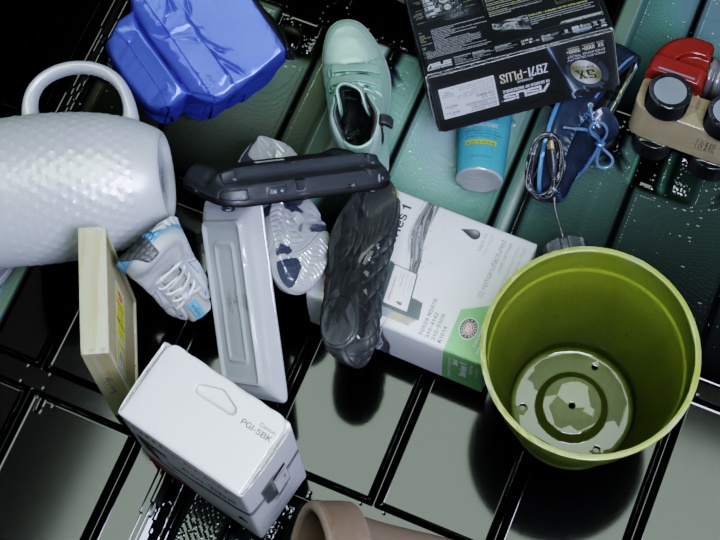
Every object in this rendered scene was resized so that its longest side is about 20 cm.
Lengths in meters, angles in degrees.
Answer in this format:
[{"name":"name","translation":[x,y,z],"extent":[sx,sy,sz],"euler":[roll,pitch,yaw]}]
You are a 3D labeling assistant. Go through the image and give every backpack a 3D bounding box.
[{"name":"backpack","translation":[-0.178,-0.240,1.672],"extent":[0.167,0.200,0.163],"euler":[-30,93,-4]}]

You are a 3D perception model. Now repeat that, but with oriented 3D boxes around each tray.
[{"name":"tray","translation":[-0.121,0.031,1.587],"extent":[0.022,0.107,0.202],"euler":[-12,98,-36]}]

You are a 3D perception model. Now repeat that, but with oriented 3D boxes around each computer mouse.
[{"name":"computer mouse","translation":[0.206,-0.042,1.638],"extent":[0.058,0.034,0.201],"euler":[-14,93,6]}]

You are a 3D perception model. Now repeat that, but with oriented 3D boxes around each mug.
[{"name":"mug","translation":[-0.278,-0.109,1.590],"extent":[0.174,0.148,0.202],"euler":[-6,80,4]}]

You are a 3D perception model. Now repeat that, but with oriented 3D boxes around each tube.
[{"name":"tube","translation":[0.136,-0.183,1.728],"extent":[0.077,0.050,0.201],"euler":[5,64,5]}]

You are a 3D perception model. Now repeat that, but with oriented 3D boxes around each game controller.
[{"name":"game controller","translation":[-0.071,-0.090,1.563],"extent":[0.199,0.104,0.042],"euler":[-9,102,-33]}]

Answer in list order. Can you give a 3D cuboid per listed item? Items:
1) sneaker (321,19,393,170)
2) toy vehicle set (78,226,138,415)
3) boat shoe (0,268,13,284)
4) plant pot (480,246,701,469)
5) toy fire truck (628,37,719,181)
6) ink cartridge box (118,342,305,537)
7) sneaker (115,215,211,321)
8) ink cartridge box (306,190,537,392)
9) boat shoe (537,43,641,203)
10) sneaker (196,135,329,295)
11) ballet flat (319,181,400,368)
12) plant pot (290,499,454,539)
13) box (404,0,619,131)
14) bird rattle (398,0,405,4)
[{"name":"sneaker","translation":[-0.002,-0.197,1.696],"extent":[0.073,0.118,0.202],"euler":[-9,68,1]},{"name":"toy vehicle set","translation":[-0.244,0.053,1.570],"extent":[0.026,0.200,0.125],"euler":[-4,69,-1]},{"name":"boat shoe","translation":[-0.382,-0.055,1.685],"extent":[0.074,0.065,0.203],"euler":[28,73,12]},{"name":"plant pot","translation":[0.211,0.106,1.537],"extent":[0.199,0.193,0.202],"euler":[-1,70,2]},{"name":"toy fire truck","translation":[0.396,-0.209,1.695],"extent":[0.175,0.129,0.201],"euler":[20,60,10]},{"name":"ink cartridge box","translation":[-0.137,0.164,1.524],"extent":[0.146,0.200,0.083],"euler":[32,75,13]},{"name":"sneaker","translation":[-0.181,0.007,1.590],"extent":[0.075,0.200,0.087],"euler":[-38,82,-2]},{"name":"ink cartridge box","translation":[0.060,0.012,1.635],"extent":[0.199,0.084,0.147],"euler":[21,71,10]},{"name":"boat shoe","translation":[0.241,-0.161,1.692],"extent":[0.068,0.084,0.201],"euler":[15,73,20]},{"name":"sneaker","translation":[-0.105,-0.027,1.638],"extent":[0.079,0.130,0.200],"euler":[13,42,-38]},{"name":"ballet flat","translation":[0.000,0.000,1.579],"extent":[0.066,0.057,0.201],"euler":[2,62,23]},{"name":"plant pot","translation":[0.034,0.314,1.484],"extent":[0.173,0.200,0.202],"euler":[3,69,-14]},{"name":"box","translation":[0.155,-0.252,1.690],"extent":[0.199,0.086,0.165],"euler":[-15,51,3]},{"name":"bird rattle","translation":[0.065,-0.372,1.773],"extent":[0.198,0.113,0.164],"euler":[-8,86,2]}]
